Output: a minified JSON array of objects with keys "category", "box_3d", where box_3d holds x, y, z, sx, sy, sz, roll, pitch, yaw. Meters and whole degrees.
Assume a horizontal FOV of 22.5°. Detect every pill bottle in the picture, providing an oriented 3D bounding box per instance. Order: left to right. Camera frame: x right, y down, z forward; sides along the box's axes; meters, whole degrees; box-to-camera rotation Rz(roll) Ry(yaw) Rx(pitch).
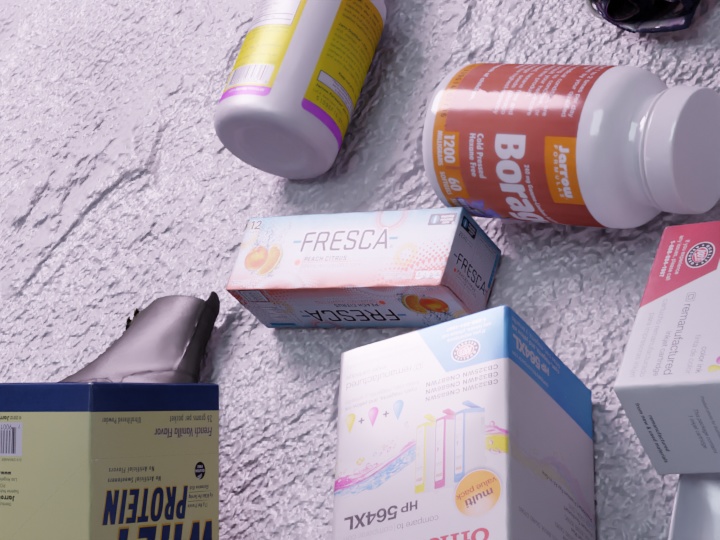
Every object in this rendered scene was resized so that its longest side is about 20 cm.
[{"category":"pill bottle","box_3d":[-0.041,-0.183,1.476,0.104,0.104,0.201,1,60,37]},{"category":"pill bottle","box_3d":[0.151,-0.087,1.258,0.199,0.112,0.113,6,63,40]}]

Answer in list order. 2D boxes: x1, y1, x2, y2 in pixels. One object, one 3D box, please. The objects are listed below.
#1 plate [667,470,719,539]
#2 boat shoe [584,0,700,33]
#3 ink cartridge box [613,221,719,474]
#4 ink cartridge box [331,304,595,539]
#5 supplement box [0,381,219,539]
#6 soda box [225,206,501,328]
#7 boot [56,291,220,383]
[{"category":"plate","box_3d":[0.262,0.201,1.024,0.199,0.032,0.201,-4,57,34]},{"category":"boat shoe","box_3d":[0.180,-0.233,1.366,0.199,0.075,0.093,10,58,40]},{"category":"ink cartridge box","box_3d":[0.271,0.038,1.078,0.199,0.083,0.146,-7,41,33]},{"category":"ink cartridge box","box_3d":[0.067,0.149,1.140,0.128,0.125,0.201,-17,50,26]},{"category":"supplement box","box_3d":[-0.214,0.180,1.269,0.199,0.134,0.201,-3,85,35]},{"category":"soda box","box_3d":[0.000,0.000,1.342,0.199,0.064,0.069,-1,59,35]},{"category":"boot","box_3d":[-0.206,0.085,1.438,0.199,0.078,0.139,-2,53,22]}]
